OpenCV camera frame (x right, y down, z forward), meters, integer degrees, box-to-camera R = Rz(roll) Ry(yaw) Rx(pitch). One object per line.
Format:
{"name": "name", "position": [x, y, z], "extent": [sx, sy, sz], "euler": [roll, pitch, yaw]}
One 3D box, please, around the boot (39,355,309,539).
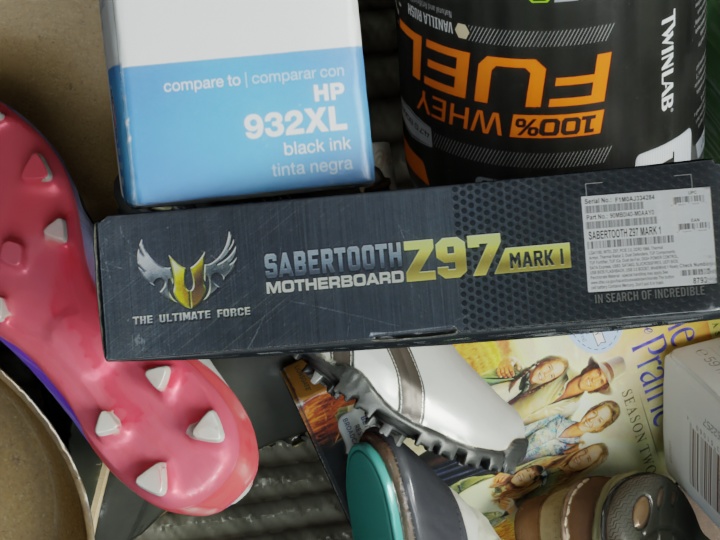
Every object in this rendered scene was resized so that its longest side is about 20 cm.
{"name": "boot", "position": [-0.076, 0.090, 0.911], "extent": [0.138, 0.078, 0.200], "euler": [-2, 134, -23]}

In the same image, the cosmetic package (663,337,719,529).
{"name": "cosmetic package", "position": [0.244, 0.063, 0.885], "extent": [0.199, 0.102, 0.074], "euler": [-15, 122, -17]}

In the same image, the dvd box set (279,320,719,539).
{"name": "dvd box set", "position": [0.079, 0.060, 0.903], "extent": [0.199, 0.029, 0.147], "euler": [-25, 127, -4]}

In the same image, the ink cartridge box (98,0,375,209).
{"name": "ink cartridge box", "position": [-0.052, -0.126, 0.700], "extent": [0.083, 0.145, 0.201], "euler": [-6, 94, -6]}

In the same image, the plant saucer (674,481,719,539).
{"name": "plant saucer", "position": [0.179, 0.172, 1.003], "extent": [0.199, 0.032, 0.201], "euler": [-3, 121, -5]}

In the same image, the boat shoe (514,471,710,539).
{"name": "boat shoe", "position": [0.132, 0.155, 0.935], "extent": [0.074, 0.076, 0.200], "euler": [-2, 140, 32]}

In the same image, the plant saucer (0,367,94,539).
{"name": "plant saucer", "position": [-0.203, 0.095, 0.853], "extent": [0.199, 0.035, 0.201], "euler": [4, 116, 9]}

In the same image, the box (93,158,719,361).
{"name": "box", "position": [0.026, 0.000, 0.687], "extent": [0.199, 0.158, 0.051], "euler": [-4, 86, 9]}

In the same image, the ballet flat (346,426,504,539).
{"name": "ballet flat", "position": [0.030, 0.144, 0.879], "extent": [0.073, 0.073, 0.201], "euler": [-3, 122, -5]}

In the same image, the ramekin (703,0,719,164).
{"name": "ramekin", "position": [0.236, -0.072, 0.832], "extent": [0.199, 0.098, 0.201], "euler": [-3, 120, -5]}

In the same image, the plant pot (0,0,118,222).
{"name": "plant pot", "position": [-0.119, -0.087, 0.825], "extent": [0.199, 0.028, 0.201], "euler": [-3, 120, -6]}

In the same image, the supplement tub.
{"name": "supplement tub", "position": [0.074, -0.095, 0.787], "extent": [0.122, 0.123, 0.201], "euler": [-7, 120, -3]}

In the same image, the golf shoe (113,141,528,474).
{"name": "golf shoe", "position": [0.000, 0.000, 0.806], "extent": [0.200, 0.078, 0.095], "euler": [38, 91, -3]}

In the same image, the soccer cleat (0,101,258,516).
{"name": "soccer cleat", "position": [-0.111, 0.015, 0.797], "extent": [0.067, 0.076, 0.200], "euler": [-40, 74, -1]}
